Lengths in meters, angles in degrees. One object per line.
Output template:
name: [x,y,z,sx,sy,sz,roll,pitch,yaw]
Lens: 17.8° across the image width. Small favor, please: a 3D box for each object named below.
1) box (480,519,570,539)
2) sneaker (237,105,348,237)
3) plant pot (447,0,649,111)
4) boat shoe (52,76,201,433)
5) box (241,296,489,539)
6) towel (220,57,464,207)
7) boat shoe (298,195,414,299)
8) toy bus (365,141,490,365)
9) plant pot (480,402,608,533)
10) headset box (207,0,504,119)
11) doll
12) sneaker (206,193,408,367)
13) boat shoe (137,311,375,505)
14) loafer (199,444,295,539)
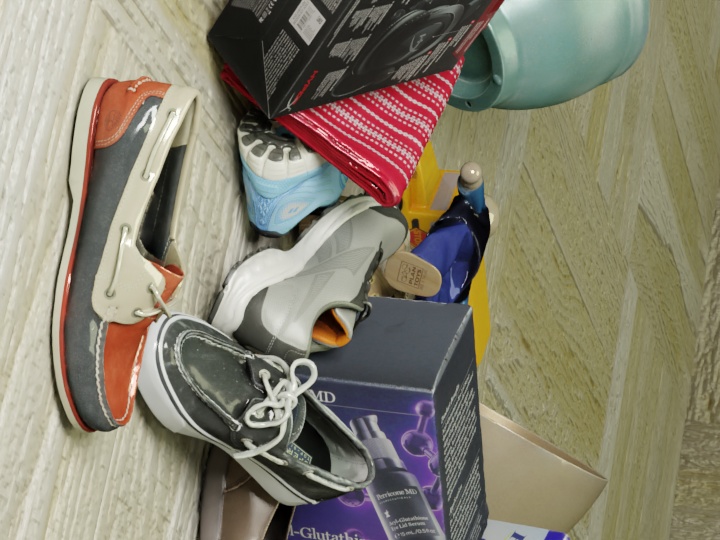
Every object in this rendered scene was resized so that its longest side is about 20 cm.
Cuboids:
box: [0.114,0.281,1.699,0.184,0.200,0.105,50,65,-24]
sneaker: [-0.034,-0.087,1.576,0.200,0.078,0.090,-45,151,-54]
plant pot: [0.111,-0.209,1.837,0.134,0.200,0.201,-36,135,-32]
boat shoe: [-0.127,-0.007,1.273,0.071,0.062,0.201,-4,100,-75]
box: [0.002,0.124,1.600,0.104,0.147,0.201,-62,151,-52]
towel: [-0.006,-0.137,1.538,0.022,0.144,0.200,-45,-168,35]
boat shoe: [0.000,0.000,1.681,0.200,0.073,0.070,44,55,-64]
toy bus: [0.056,-0.016,1.855,0.065,0.078,0.201,-65,155,-49]
plant pot: [0.079,0.176,1.847,0.135,0.200,0.200,-60,162,1]
headset box: [0.023,-0.187,1.454,0.200,0.077,0.149,-21,157,-45]
doll: [0.067,-0.016,1.701,0.200,0.048,0.137,-46,146,-64]
sneaker: [-0.021,0.012,1.531,0.200,0.079,0.074,-36,158,-52]
boat shoe: [-0.061,0.086,1.417,0.199,0.068,0.074,48,46,-38]
loafer: [-0.071,0.206,1.507,0.073,0.071,0.201,-4,99,-73]
